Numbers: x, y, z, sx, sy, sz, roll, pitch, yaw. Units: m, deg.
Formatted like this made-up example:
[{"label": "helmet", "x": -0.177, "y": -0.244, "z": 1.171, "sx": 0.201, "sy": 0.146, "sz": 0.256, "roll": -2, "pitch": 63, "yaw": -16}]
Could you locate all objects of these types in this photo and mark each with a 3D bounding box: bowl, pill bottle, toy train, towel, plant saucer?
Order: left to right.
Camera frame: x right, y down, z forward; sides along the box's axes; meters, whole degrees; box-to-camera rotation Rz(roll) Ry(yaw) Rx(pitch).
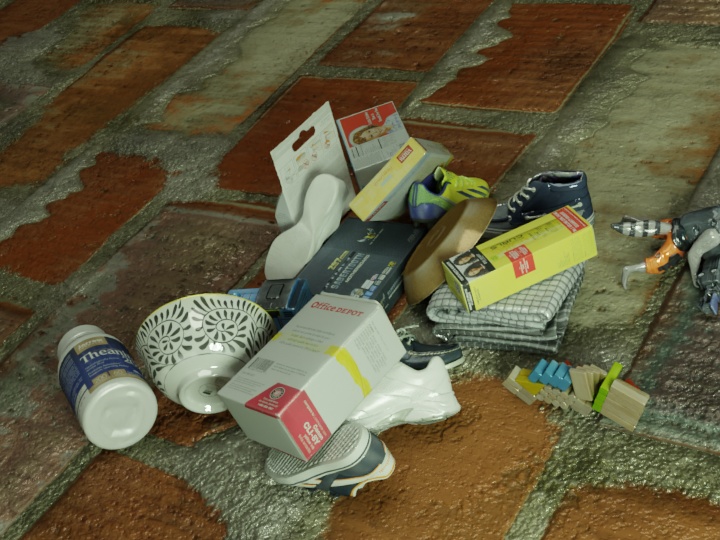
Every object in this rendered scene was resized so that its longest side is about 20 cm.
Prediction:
[{"label": "pill bottle", "x": -0.377, "y": 0.161, "z": 1.597, "sx": 0.110, "sy": 0.112, "sz": 0.200, "roll": -29, "pitch": 37, "yaw": -15}, {"label": "bowl", "x": -0.207, "y": 0.133, "z": 1.506, "sx": 0.197, "sy": 0.202, "sz": 0.095, "roll": -15, "pitch": 50, "yaw": 4}, {"label": "toy train", "x": -0.153, "y": 0.075, "z": 1.609, "sx": 0.196, "sy": 0.116, "sz": 0.087, "roll": -3, "pitch": 37, "yaw": 20}, {"label": "plant saucer", "x": 0.121, "y": -0.038, "z": 1.602, "sx": 0.201, "sy": 0.035, "sz": 0.200, "roll": -49, "pitch": 8, "yaw": 10}, {"label": "towel", "x": 0.209, "y": 0.033, "z": 1.533, "sx": 0.197, "sy": 0.087, "sz": 0.166, "roll": 3, "pitch": 39, "yaw": 30}]

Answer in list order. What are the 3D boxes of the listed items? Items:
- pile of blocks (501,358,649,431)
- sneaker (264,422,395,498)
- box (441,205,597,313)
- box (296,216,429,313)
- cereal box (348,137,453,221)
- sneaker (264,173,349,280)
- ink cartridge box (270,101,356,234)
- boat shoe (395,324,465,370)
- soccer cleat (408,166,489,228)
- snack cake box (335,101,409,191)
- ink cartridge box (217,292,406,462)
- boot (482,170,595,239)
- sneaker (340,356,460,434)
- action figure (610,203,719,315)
[{"label": "pile of blocks", "x": 0.274, "y": 0.133, "z": 1.369, "sx": 0.197, "sy": 0.083, "sz": 0.062, "roll": 11, "pitch": 44, "yaw": 35}, {"label": "sneaker", "x": -0.040, "y": 0.244, "z": 1.376, "sx": 0.198, "sy": 0.079, "sz": 0.079, "roll": -15, "pitch": 43, "yaw": 49}, {"label": "box", "x": 0.214, "y": -0.016, "z": 1.477, "sx": 0.197, "sy": 0.051, "sz": 0.075, "roll": -23, "pitch": 32, "yaw": -7}, {"label": "box", "x": 0.000, "y": 0.000, "z": 1.695, "sx": 0.156, "sy": 0.052, "sz": 0.200, "roll": 9, "pitch": 42, "yaw": 34}, {"label": "cereal box", "x": 0.068, "y": -0.141, "z": 1.716, "sx": 0.144, "sy": 0.040, "sz": 0.200, "roll": -47, "pitch": -11, "yaw": 14}, {"label": "sneaker", "x": -0.076, "y": -0.055, "z": 1.762, "sx": 0.075, "sy": 0.088, "sz": 0.202, "roll": 36, "pitch": 98, "yaw": 25}, {"label": "ink cartridge box", "x": -0.087, "y": -0.153, "z": 1.807, "sx": 0.049, "sy": 0.202, "sz": 0.161, "roll": 11, "pitch": 44, "yaw": 37}, {"label": "boat shoe", "x": 0.044, "y": 0.111, "z": 1.502, "sx": 0.196, "sy": 0.063, "sz": 0.075, "roll": -6, "pitch": 2, "yaw": 18}, {"label": "soccer cleat", "x": 0.146, "y": -0.127, "z": 1.739, "sx": 0.064, "sy": 0.085, "sz": 0.199, "roll": 7, "pitch": 20, "yaw": 38}, {"label": "snack cake box", "x": 0.032, "y": -0.215, "z": 1.953, "sx": 0.113, "sy": 0.068, "sz": 0.201, "roll": -19, "pitch": 35, "yaw": 2}, {"label": "ink cartridge box", "x": -0.059, "y": 0.129, "z": 1.386, "sx": 0.200, "sy": 0.084, "sz": 0.144, "roll": -45, "pitch": 29, "yaw": -25}, {"label": "boot", "x": 0.258, "y": -0.107, "z": 1.687, "sx": 0.196, "sy": 0.091, "sz": 0.073, "roll": -5, "pitch": 37, "yaw": 18}, {"label": "sneaker", "x": 0.026, "y": 0.159, "z": 1.422, "sx": 0.196, "sy": 0.078, "sz": 0.101, "roll": -10, "pitch": 75, "yaw": -2}, {"label": "action figure", "x": 0.446, "y": -0.031, "z": 1.497, "sx": 0.190, "sy": 0.106, "sz": 0.201, "roll": -13, "pitch": 32, "yaw": 24}]
